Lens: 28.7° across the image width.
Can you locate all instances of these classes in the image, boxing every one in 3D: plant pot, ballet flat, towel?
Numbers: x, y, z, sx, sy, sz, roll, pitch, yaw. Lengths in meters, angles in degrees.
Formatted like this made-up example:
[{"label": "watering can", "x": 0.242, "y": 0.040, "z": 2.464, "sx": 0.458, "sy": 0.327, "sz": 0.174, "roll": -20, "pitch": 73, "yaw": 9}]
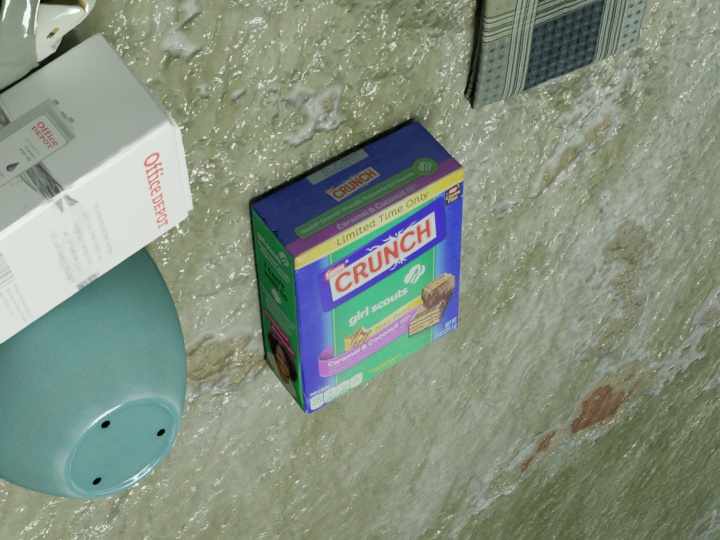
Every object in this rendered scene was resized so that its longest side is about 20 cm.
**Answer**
[{"label": "plant pot", "x": -0.201, "y": 0.082, "z": 1.004, "sx": 0.199, "sy": 0.135, "sz": 0.201, "roll": -28, "pitch": 143, "yaw": -24}, {"label": "ballet flat", "x": -0.177, "y": -0.176, "z": 0.806, "sx": 0.063, "sy": 0.068, "sz": 0.201, "roll": 15, "pitch": 120, "yaw": -7}, {"label": "towel", "x": 0.170, "y": -0.241, "z": 1.158, "sx": 0.192, "sy": 0.035, "sz": 0.201, "roll": -24, "pitch": 143, "yaw": -24}]

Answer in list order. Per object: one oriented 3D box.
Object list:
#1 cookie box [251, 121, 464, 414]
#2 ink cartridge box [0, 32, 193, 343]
[{"label": "cookie box", "x": 0.000, "y": 0.000, "z": 1.185, "sx": 0.170, "sy": 0.075, "sz": 0.201, "roll": -28, "pitch": 142, "yaw": -22}, {"label": "ink cartridge box", "x": -0.212, "y": -0.036, "z": 0.880, "sx": 0.199, "sy": 0.083, "sz": 0.147, "roll": -36, "pitch": 165, "yaw": -15}]
